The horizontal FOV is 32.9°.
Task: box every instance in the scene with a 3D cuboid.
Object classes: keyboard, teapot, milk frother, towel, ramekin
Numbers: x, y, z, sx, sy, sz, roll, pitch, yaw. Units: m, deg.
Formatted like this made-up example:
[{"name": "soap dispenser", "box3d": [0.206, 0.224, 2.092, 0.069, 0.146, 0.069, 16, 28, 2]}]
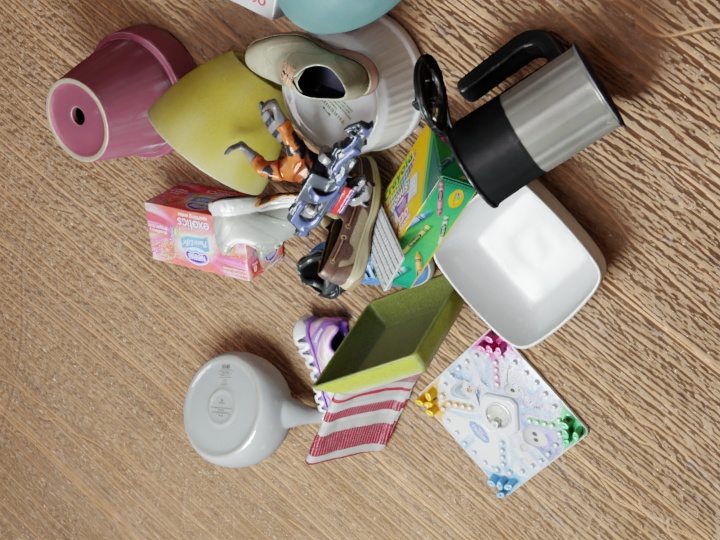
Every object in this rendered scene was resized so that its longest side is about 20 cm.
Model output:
[{"name": "keyboard", "box3d": [0.026, -0.044, 1.643, 0.011, 0.200, 0.057, 14, 115, -20]}, {"name": "teapot", "box3d": [-0.182, 0.229, 1.971, 0.198, 0.146, 0.200, -49, 57, 15]}, {"name": "milk frother", "box3d": [0.178, -0.200, 1.426, 0.187, 0.200, 0.181, -33, 76, 17]}, {"name": "towel", "box3d": [0.006, 0.215, 1.825, 0.023, 0.143, 0.201, 56, 138, 35]}, {"name": "ramekin", "box3d": [-0.016, -0.247, 1.639, 0.201, 0.094, 0.204, 16, 120, 29]}]

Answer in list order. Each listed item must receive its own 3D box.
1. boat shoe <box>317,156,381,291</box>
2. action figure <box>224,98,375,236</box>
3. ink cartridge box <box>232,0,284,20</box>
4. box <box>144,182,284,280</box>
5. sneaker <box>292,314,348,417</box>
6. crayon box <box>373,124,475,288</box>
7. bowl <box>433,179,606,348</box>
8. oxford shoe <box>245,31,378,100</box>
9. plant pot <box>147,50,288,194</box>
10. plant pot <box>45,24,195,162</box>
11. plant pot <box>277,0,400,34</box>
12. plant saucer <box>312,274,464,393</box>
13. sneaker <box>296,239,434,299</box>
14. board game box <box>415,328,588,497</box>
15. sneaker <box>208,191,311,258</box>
[{"name": "boat shoe", "box3d": [-0.022, -0.074, 1.674, 0.071, 0.202, 0.072, 18, 157, -22]}, {"name": "action figure", "box3d": [-0.056, -0.156, 1.605, 0.193, 0.105, 0.200, 35, 122, -13]}, {"name": "ink cartridge box", "box3d": [-0.133, -0.459, 1.625, 0.144, 0.084, 0.201, 29, 126, 21]}, {"name": "box", "box3d": [-0.226, -0.062, 1.883, 0.199, 0.095, 0.103, 13, 120, 31]}, {"name": "sneaker", "box3d": [-0.028, 0.156, 1.864, 0.088, 0.080, 0.202, -16, 101, 32]}, {"name": "crayon box", "box3d": [0.080, -0.088, 1.629, 0.058, 0.119, 0.201, 15, 132, -20]}, {"name": "bowl", "box3d": [0.215, -0.019, 1.599, 0.200, 0.075, 0.200, 48, 130, 6]}, {"name": "oxford shoe", "box3d": [-0.077, -0.261, 1.564, 0.199, 0.074, 0.071, 14, 120, 30]}, {"name": "plant pot", "box3d": [-0.181, -0.226, 1.727, 0.200, 0.200, 0.142, 41, 105, 12]}, {"name": "plant pot", "box3d": [-0.366, -0.251, 1.835, 0.199, 0.179, 0.202, 17, 122, 29]}, {"name": "plant pot", "box3d": [-0.037, -0.377, 1.526, 0.200, 0.200, 0.135, 46, 135, 8]}, {"name": "plant saucer", "box3d": [0.054, 0.095, 1.699, 0.199, 0.200, 0.048, -22, 113, 41]}, {"name": "sneaker", "box3d": [0.000, 0.001, 1.739, 0.199, 0.111, 0.077, 11, 118, 31]}, {"name": "board game box", "box3d": [0.198, 0.210, 1.757, 0.200, 0.026, 0.200, 48, 131, 7]}, {"name": "sneaker", "box3d": [-0.118, -0.065, 1.761, 0.198, 0.076, 0.093, -4, 97, -6]}]
